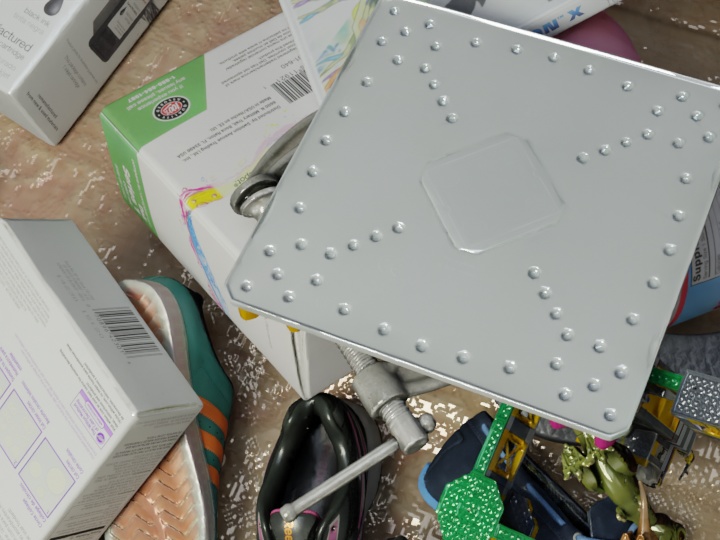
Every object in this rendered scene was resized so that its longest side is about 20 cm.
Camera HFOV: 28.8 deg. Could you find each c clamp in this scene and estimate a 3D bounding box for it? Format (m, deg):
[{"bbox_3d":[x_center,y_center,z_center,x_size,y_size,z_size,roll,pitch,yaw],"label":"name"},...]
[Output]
[{"bbox_3d":[0.000,0.000,0.700,0.170,0.027,0.201,-24,62,-7],"label":"c clamp"}]

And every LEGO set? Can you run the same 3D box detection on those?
[{"bbox_3d":[0.148,0.111,0.681,0.199,0.116,0.155,6,72,38],"label":"LEGO set"}]

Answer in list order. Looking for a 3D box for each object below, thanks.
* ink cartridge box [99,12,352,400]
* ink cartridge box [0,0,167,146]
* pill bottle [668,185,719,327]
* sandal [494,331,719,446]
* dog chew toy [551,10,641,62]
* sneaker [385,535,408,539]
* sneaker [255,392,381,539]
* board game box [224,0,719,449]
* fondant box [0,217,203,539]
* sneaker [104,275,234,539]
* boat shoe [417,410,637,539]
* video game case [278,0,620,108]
[{"bbox_3d":[-0.035,-0.044,0.814,0.144,0.084,0.200,-31,55,-21],"label":"ink cartridge box"},{"bbox_3d":[-0.210,-0.210,0.943,0.145,0.083,0.201,31,78,19],"label":"ink cartridge box"},{"bbox_3d":[0.172,-0.029,0.766,0.198,0.109,0.109,-18,67,-17],"label":"pill bottle"},{"bbox_3d":[0.165,0.065,0.803,0.198,0.043,0.077,3,77,1],"label":"sandal"},{"bbox_3d":[0.098,-0.144,0.849,0.123,0.125,0.202,-13,60,5],"label":"dog chew toy"},{"bbox_3d":[0.052,0.189,0.720,0.198,0.073,0.113,-6,93,-11],"label":"sneaker"},{"bbox_3d":[-0.034,0.161,0.774,0.080,0.086,0.202,-4,70,11],"label":"sneaker"},{"bbox_3d":[0.064,-0.031,0.683,0.198,0.026,0.201,19,62,15],"label":"board game box"},{"bbox_3d":[-0.196,0.090,0.795,0.200,0.058,0.145,-50,66,24],"label":"fondant box"},{"bbox_3d":[-0.104,0.103,0.820,0.071,0.080,0.202,-4,90,25],"label":"sneaker"},{"bbox_3d":[0.121,0.147,0.751,0.199,0.084,0.069,34,90,17],"label":"boat shoe"},{"bbox_3d":[0.038,-0.184,0.819,0.181,0.022,0.201,-27,50,8],"label":"video game case"}]
